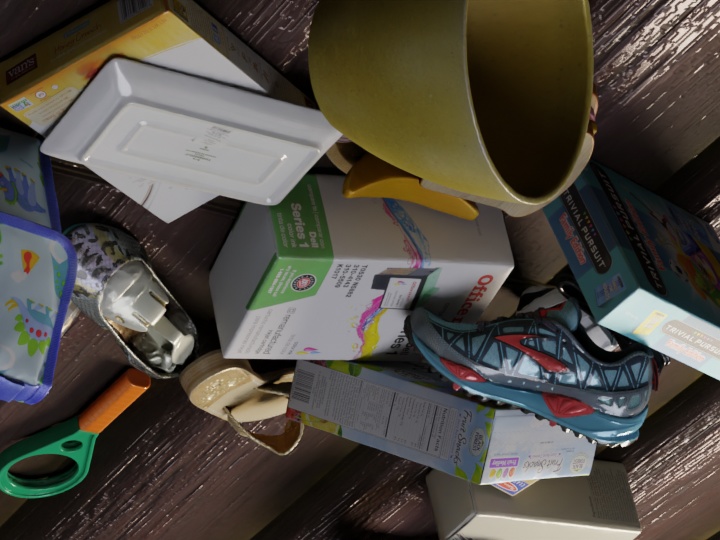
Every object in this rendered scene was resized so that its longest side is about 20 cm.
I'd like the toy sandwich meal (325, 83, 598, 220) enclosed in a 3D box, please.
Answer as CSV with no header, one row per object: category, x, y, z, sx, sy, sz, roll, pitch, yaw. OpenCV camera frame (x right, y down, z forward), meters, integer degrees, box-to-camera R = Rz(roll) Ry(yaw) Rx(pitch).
toy sandwich meal,0.070,-0.099,1.618,0.205,0.070,0.205,-9,147,-6

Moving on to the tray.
tray,-0.111,-0.088,1.545,0.200,0.022,0.107,12,138,-35

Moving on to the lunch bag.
lunch bag,-0.291,-0.014,1.503,0.170,0.200,0.127,21,135,-40

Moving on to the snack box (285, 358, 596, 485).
snack box,0.069,0.115,1.805,0.200,0.068,0.169,14,-173,37

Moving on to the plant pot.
plant pot,0.051,-0.143,1.466,0.142,0.200,0.200,0,155,30

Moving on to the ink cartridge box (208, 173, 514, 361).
ink cartridge box,0.000,0.000,1.730,0.200,0.084,0.145,2,145,-23

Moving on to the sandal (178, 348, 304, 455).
sandal,-0.081,0.122,1.849,0.078,0.070,0.212,-35,158,12

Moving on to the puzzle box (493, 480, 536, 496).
puzzle box,0.117,0.128,1.989,0.200,0.025,0.133,30,128,-35

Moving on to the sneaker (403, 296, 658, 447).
sneaker,0.133,0.057,1.703,0.200,0.079,0.096,21,105,-2

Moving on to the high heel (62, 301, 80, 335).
high heel,-0.297,0.066,1.773,0.200,0.072,0.143,-28,170,-1

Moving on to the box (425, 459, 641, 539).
box,0.167,0.224,2.132,0.200,0.082,0.068,11,141,-30

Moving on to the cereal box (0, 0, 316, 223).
cereal box,-0.137,-0.115,1.550,0.144,0.040,0.200,-27,144,21

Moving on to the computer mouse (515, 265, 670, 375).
computer mouse,0.173,0.049,1.807,0.044,0.110,0.200,-47,-172,-14

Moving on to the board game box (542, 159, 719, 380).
board game box,0.234,0.000,1.749,0.047,0.151,0.200,-42,138,24

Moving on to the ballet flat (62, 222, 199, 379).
ballet flat,-0.171,0.028,1.724,0.072,0.072,0.200,-18,149,8

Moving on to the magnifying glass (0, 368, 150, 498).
magnifying glass,-0.247,0.142,1.922,0.079,0.022,0.200,16,139,-36
